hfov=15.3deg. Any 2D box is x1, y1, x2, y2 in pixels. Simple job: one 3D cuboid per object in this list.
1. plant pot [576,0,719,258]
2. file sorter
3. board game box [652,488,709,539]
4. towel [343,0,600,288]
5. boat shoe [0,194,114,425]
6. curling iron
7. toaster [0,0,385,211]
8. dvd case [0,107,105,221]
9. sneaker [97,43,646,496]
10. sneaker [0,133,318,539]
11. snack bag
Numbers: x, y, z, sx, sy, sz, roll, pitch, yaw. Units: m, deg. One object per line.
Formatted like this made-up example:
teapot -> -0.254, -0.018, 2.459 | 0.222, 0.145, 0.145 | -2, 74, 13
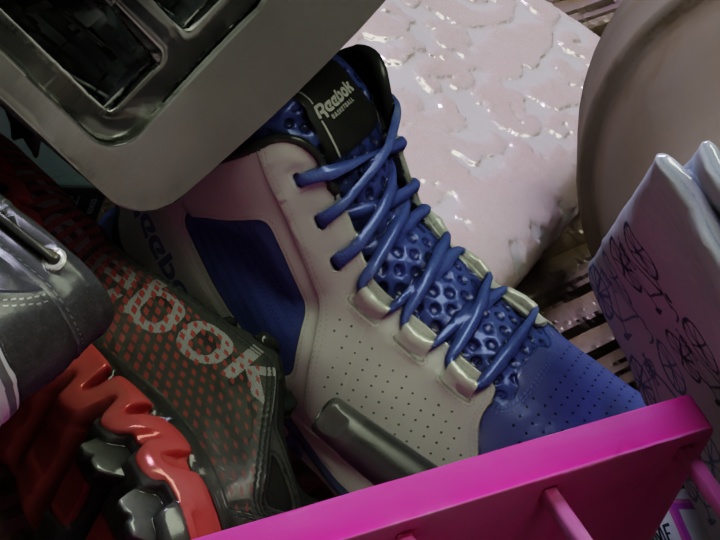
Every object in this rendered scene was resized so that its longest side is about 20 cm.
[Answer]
plant pot -> 0.167, -0.001, 0.883 | 0.199, 0.200, 0.174 | 23, 34, -8
file sorter -> 0.017, 0.143, 0.678 | 0.199, 0.139, 0.126 | -14, 54, -32
board game box -> 0.144, 0.133, 0.869 | 0.199, 0.034, 0.135 | 3, 46, -29
towel -> 0.004, -0.075, 1.009 | 0.191, 0.032, 0.200 | 36, 40, 7
boat shoe -> -0.137, -0.029, 0.773 | 0.066, 0.070, 0.200 | -31, 45, -18
curling iron -> 0.071, 0.096, 0.803 | 0.200, 0.026, 0.050 | 30, 63, -4
toaster -> -0.073, -0.134, 0.773 | 0.200, 0.181, 0.119 | 46, -2, -40
dvd case -> -0.195, -0.074, 0.891 | 0.199, 0.022, 0.146 | -1, 48, -31
sneaker -> -0.001, 0.000, 0.833 | 0.199, 0.115, 0.081 | 28, 44, 17
sneaker -> -0.076, 0.031, 0.816 | 0.098, 0.071, 0.201 | -1, 44, -42
snack bag -> 0.118, 0.070, 0.714 | 0.021, 0.189, 0.200 | -26, 84, -5
